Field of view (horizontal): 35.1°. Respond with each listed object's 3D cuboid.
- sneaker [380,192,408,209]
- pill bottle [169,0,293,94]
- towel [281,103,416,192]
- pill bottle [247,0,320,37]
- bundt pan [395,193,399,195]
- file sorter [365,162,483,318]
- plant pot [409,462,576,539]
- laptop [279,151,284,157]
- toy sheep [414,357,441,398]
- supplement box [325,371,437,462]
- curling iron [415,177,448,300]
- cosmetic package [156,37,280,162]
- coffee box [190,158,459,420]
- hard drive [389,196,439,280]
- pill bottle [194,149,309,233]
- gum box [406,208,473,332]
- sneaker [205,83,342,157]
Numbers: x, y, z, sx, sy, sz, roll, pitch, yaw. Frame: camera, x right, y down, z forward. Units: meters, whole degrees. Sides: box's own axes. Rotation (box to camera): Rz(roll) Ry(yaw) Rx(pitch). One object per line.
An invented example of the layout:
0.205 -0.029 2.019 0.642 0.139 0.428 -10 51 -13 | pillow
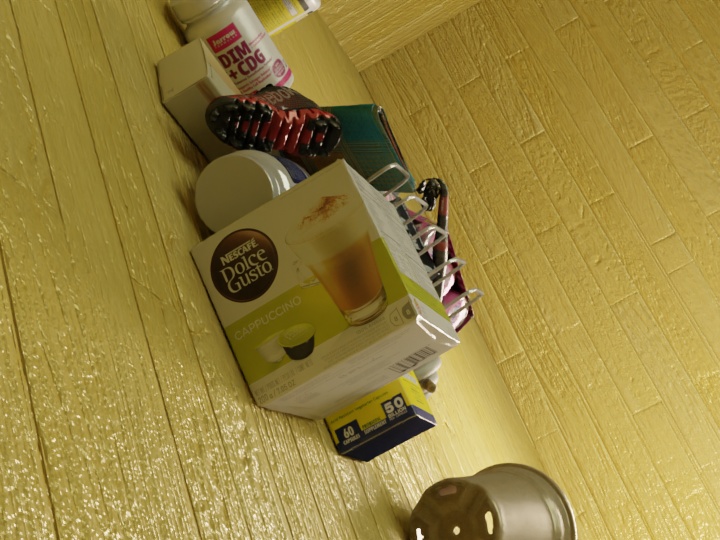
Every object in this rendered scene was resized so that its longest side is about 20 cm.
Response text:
0.018 -0.092 1.694 0.200 0.070 0.082 57 36 -33 | sneaker
-0.198 -0.348 1.743 0.201 0.113 0.114 56 11 -26 | pill bottle
-0.029 -0.167 1.556 0.022 0.199 0.147 -57 135 -32 | towel
-0.174 -0.425 1.833 0.113 0.199 0.113 59 9 -15 | pill bottle
-0.028 -0.124 1.795 0.202 0.201 0.076 51 25 -48 | bundt pan
0.054 -0.017 1.451 0.201 0.124 0.139 58 9 10 | file sorter
0.161 0.348 1.511 0.183 0.200 0.201 24 36 -56 | plant pot
-0.141 -0.206 1.965 0.188 0.116 0.200 60 38 -7 | laptop
0.060 0.137 1.697 0.138 0.137 0.201 -57 132 -79 | toy sheep
-0.002 0.126 1.443 0.201 0.108 0.109 64 10 21 | supplement box
0.104 -0.037 1.543 0.050 0.025 0.201 34 -42 49 | curling iron
-0.184 -0.197 1.513 0.200 0.071 0.106 53 13 -43 | cosmetic package
-0.035 0.028 1.267 0.199 0.199 0.200 64 11 18 | coffee box
0.000 0.000 1.581 0.042 0.199 0.136 -9 70 -59 | hard drive
-0.125 -0.085 1.372 0.116 0.115 0.200 62 9 4 | pill bottle
0.087 -0.001 1.682 0.113 0.066 0.201 27 -30 40 | gum box
-0.121 -0.194 1.445 0.199 0.071 0.098 2 34 -42 | sneaker
